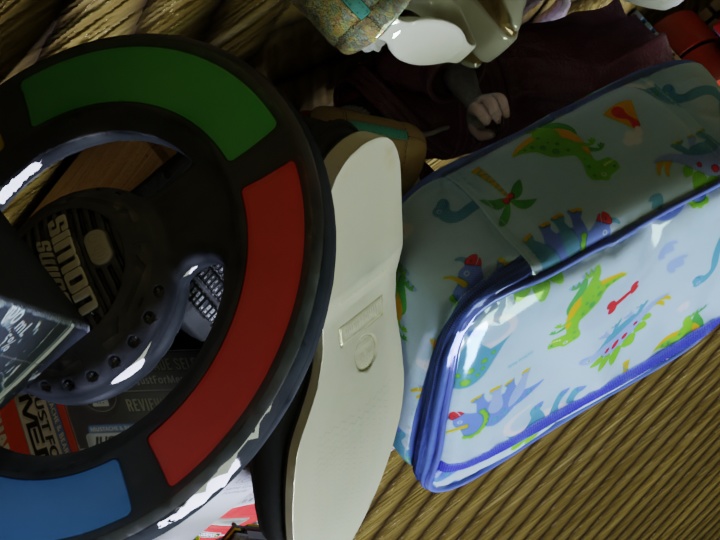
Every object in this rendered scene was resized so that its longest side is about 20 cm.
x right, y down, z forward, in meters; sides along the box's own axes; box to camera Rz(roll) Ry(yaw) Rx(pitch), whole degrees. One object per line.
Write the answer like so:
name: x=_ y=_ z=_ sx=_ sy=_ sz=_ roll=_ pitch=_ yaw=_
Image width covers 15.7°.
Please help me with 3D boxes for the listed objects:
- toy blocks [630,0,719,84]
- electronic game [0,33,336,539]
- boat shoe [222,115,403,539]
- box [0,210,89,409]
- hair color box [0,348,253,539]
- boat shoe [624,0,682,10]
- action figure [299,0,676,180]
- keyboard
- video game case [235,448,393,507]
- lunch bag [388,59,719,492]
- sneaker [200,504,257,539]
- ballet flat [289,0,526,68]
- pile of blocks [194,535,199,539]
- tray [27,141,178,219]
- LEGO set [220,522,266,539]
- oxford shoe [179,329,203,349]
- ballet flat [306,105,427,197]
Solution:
toy blocks: x=0.168 y=-0.092 z=1.474 sx=0.200 sy=0.100 sz=0.137 roll=-41 pitch=153 yaw=6
electronic game: x=-0.098 y=0.008 z=0.923 sx=0.200 sy=0.200 sz=0.042 roll=-41 pitch=143 yaw=7
boat shoe: x=-0.024 y=0.030 z=1.083 sx=0.074 sy=0.063 sz=0.202 roll=-31 pitch=131 yaw=-48
box: x=-0.223 y=0.028 z=0.826 sx=0.197 sy=0.124 sz=0.200 roll=-43 pitch=164 yaw=7
hair color box: x=-0.137 y=0.107 z=1.164 sx=0.111 sy=0.064 sz=0.200 roll=0 pitch=149 yaw=-41
boat shoe: x=0.119 y=-0.169 z=1.170 sx=0.066 sy=0.072 sz=0.200 roll=-41 pitch=157 yaw=23
action figure: x=0.052 y=-0.087 z=1.219 sx=0.199 sy=0.149 sz=0.134 roll=-8 pitch=147 yaw=-26
keyboard: x=-0.067 y=0.003 z=1.133 sx=0.104 sy=0.040 sz=0.200 roll=-40 pitch=164 yaw=-2
video game case: x=-0.080 y=0.104 z=1.349 sx=0.199 sy=0.023 sz=0.182 roll=-10 pitch=169 yaw=-13
lunch bag: x=0.091 y=0.004 z=1.169 sx=0.199 sy=0.083 sz=0.161 roll=-27 pitch=151 yaw=-28
sneaker: x=-0.050 y=0.110 z=1.542 sx=0.200 sy=0.077 sz=0.085 roll=-27 pitch=155 yaw=-38
ballet flat: x=0.034 y=-0.117 z=1.114 sx=0.071 sy=0.071 sz=0.200 roll=-46 pitch=164 yaw=23
pile of blocks: x=-0.127 y=0.152 z=1.314 sx=0.082 sy=0.062 sz=0.200 roll=-3 pitch=166 yaw=-39
tray: x=-0.123 y=0.003 z=1.143 sx=0.200 sy=0.037 sz=0.099 roll=-47 pitch=163 yaw=28
LEGO set: x=-0.089 y=0.184 z=1.215 sx=0.153 sy=0.116 sz=0.200 roll=4 pitch=136 yaw=-29
oxford shoe: x=-0.046 y=0.017 z=1.294 sx=0.200 sy=0.071 sz=0.075 roll=-35 pitch=162 yaw=-14
ballet flat: x=0.000 y=0.000 z=1.178 sx=0.063 sy=0.069 sz=0.200 roll=0 pitch=149 yaw=-2
